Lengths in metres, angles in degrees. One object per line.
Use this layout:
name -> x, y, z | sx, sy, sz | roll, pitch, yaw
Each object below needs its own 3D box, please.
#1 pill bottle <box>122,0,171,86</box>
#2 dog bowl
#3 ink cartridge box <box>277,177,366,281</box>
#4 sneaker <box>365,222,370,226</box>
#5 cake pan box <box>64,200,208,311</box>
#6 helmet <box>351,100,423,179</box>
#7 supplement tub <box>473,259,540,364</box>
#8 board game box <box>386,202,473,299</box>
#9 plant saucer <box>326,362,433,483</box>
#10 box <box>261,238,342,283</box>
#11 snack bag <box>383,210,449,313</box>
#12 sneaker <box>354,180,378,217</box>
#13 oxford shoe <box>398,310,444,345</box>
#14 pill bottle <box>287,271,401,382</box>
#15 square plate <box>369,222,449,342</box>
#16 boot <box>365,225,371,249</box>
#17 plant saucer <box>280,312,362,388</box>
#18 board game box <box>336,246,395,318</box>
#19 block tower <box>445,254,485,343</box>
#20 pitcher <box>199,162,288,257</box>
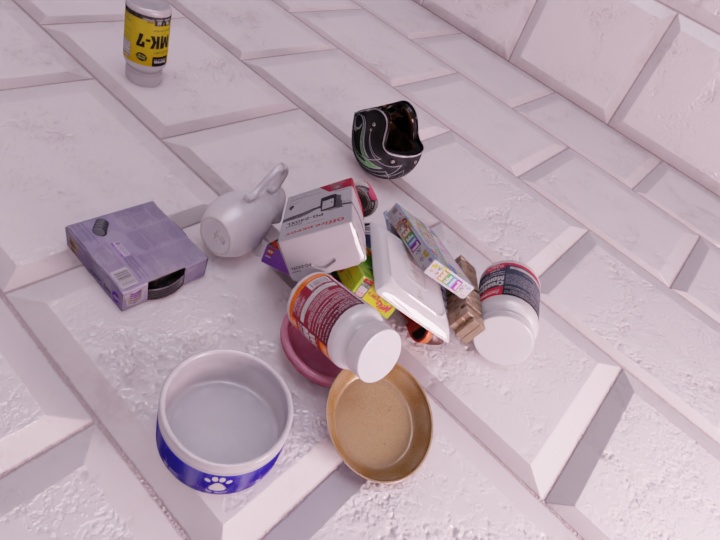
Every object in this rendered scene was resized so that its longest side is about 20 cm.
pill bottle -> -0.556, -0.595, 1.503 | 0.111, 0.203, 0.116 | 13, 39, -11
dog bowl -> -0.203, 0.221, 0.866 | 0.195, 0.080, 0.203 | 14, 40, -12
ink cartridge box -> -0.068, -0.081, 1.085 | 0.141, 0.085, 0.202 | -15, 29, 8
sneaker -> -0.036, -0.082, 1.300 | 0.197, 0.074, 0.082 | -3, 22, -45
cake pan box -> -0.408, -0.033, 1.069 | 0.199, 0.053, 0.183 | 41, 43, 19
helmet -> 0.071, -0.344, 1.559 | 0.194, 0.196, 0.201 | -12, 16, 3
supplement tub -> 0.313, 0.085, 1.239 | 0.137, 0.142, 0.202 | 25, 38, 2
board game box -> 0.139, -0.042, 1.174 | 0.133, 0.034, 0.202 | 31, 21, -38
plant saucer -> 0.028, 0.246, 0.956 | 0.195, 0.035, 0.206 | 12, 60, -21
box -> -0.090, -0.004, 1.170 | 0.196, 0.040, 0.137 | 27, 13, 2
snack bag -> 0.123, -0.017, 1.235 | 0.198, 0.021, 0.192 | 33, 34, -29
sneaker -> -0.041, -0.137, 1.292 | 0.074, 0.197, 0.082 | -36, 104, -45
oxford shoe -> 0.123, 0.076, 1.224 | 0.071, 0.071, 0.204 | 21, 39, -35
pill bottle -> -0.029, 0.091, 0.954 | 0.107, 0.113, 0.199 | -12, 31, -36
square plate -> 0.098, 0.015, 1.109 | 0.198, 0.028, 0.201 | 35, 31, -29
boot -> 0.073, -0.022, 1.305 | 0.197, 0.072, 0.093 | 23, 77, -33
plant saucer -> -0.054, 0.138, 1.061 | 0.195, 0.052, 0.204 | 14, 41, -12
board game box -> 0.000, 0.000, 1.122 | 0.100, 0.048, 0.201 | 32, 16, -31
block tower -> 0.213, 0.052, 1.205 | 0.054, 0.058, 0.203 | 36, 31, -23
pitcher -> -0.225, -0.127, 1.172 | 0.120, 0.173, 0.200 | 36, 39, 8
